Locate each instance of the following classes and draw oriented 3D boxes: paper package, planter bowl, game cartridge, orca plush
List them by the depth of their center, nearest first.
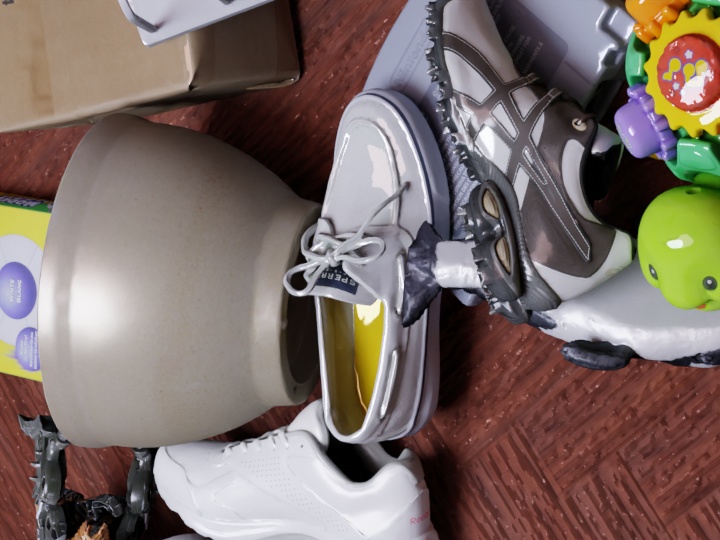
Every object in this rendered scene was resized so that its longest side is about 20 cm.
[{"bbox_3d":[0.121,0.029,1.267,0.199,0.106,0.071,-2,139,14],"label":"orca plush"},{"bbox_3d":[0.068,-0.097,1.318,0.133,0.040,0.200,43,120,22],"label":"game cartridge"},{"bbox_3d":[-0.091,0.012,1.374,0.134,0.200,0.201,6,100,15],"label":"planter bowl"},{"bbox_3d":[-0.147,-0.197,1.432,0.190,0.103,0.201,-8,91,39],"label":"paper package"}]

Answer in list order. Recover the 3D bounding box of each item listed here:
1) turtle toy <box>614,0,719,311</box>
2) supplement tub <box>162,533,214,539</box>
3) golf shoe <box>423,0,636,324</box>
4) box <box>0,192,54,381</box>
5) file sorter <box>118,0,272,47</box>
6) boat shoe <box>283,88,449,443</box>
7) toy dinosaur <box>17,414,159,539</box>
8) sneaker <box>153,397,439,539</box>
[{"bbox_3d":[0.189,-0.079,1.182,0.145,0.101,0.201,11,103,37],"label":"turtle toy"},{"bbox_3d":[-0.087,0.277,1.419,0.200,0.144,0.145,49,122,23],"label":"supplement tub"},{"bbox_3d":[0.091,-0.073,1.244,0.094,0.078,0.201,-17,71,9],"label":"golf shoe"},{"bbox_3d":[-0.222,0.010,1.555,0.199,0.048,0.118,10,101,39],"label":"box"},{"bbox_3d":[-0.055,-0.226,1.274,0.199,0.125,0.139,-20,91,1],"label":"file sorter"},{"bbox_3d":[-0.004,0.000,1.311,0.074,0.086,0.203,9,103,38],"label":"boat shoe"},{"bbox_3d":[-0.165,0.164,1.473,0.200,0.102,0.136,-6,76,61],"label":"toy dinosaur"},{"bbox_3d":[-0.037,0.117,1.399,0.199,0.078,0.100,12,113,27],"label":"sneaker"}]
